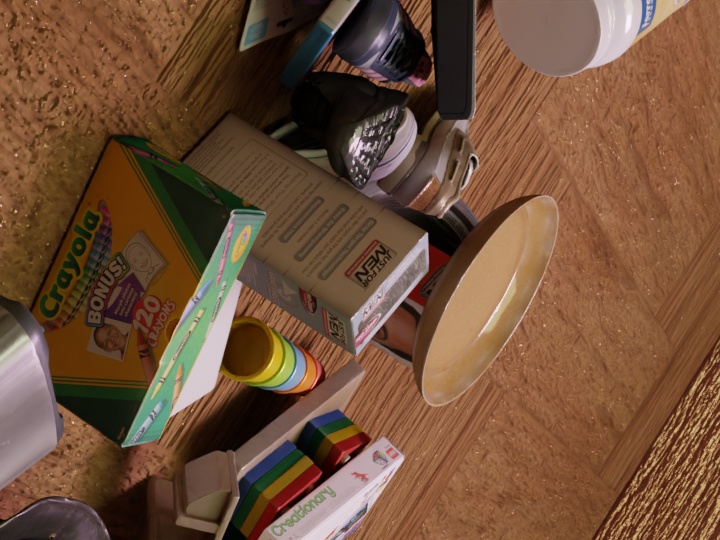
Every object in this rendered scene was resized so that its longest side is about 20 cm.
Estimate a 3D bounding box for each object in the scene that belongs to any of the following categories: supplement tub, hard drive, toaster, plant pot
[{"bbox_3d":[0.232,-0.284,1.920,0.200,0.144,0.145,-39,152,-41],"label":"supplement tub"},{"bbox_3d":[0.075,-0.226,1.629,0.200,0.033,0.140,-90,178,-64],"label":"hard drive"},{"bbox_3d":[-0.150,0.040,1.678,0.132,0.027,0.201,-32,146,-50],"label":"hard drive"},{"bbox_3d":[-0.283,0.084,1.327,0.129,0.113,0.200,-44,156,-27],"label":"toaster"},{"bbox_3d":[0.100,0.021,1.648,0.200,0.027,0.200,-47,155,-30],"label":"plant pot"}]

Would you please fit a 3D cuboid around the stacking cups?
[{"bbox_3d":[-0.083,0.087,1.862,0.061,0.060,0.200,-58,164,-2],"label":"stacking cups"}]

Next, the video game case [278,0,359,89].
[{"bbox_3d":[0.010,-0.242,1.566,0.200,0.018,0.143,-55,-175,-18],"label":"video game case"}]

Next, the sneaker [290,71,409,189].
[{"bbox_3d":[-0.017,-0.120,1.584,0.200,0.091,0.076,-63,179,-80],"label":"sneaker"}]

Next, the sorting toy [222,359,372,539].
[{"bbox_3d":[-0.074,0.212,1.951,0.199,0.070,0.200,-37,163,-42],"label":"sorting toy"}]

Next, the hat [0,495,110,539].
[{"bbox_3d":[-0.292,0.239,1.548,0.200,0.081,0.201,-35,144,-31],"label":"hat"}]

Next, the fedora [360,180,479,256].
[{"bbox_3d":[0.032,-0.003,1.892,0.199,0.177,0.090,-9,165,-39],"label":"fedora"}]

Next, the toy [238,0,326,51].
[{"bbox_3d":[-0.024,-0.261,1.522,0.115,0.047,0.201,-32,146,-48],"label":"toy"}]

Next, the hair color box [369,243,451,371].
[{"bbox_3d":[0.000,0.000,1.713,0.061,0.200,0.102,-46,155,-30],"label":"hair color box"}]

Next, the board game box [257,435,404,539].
[{"bbox_3d":[-0.046,0.251,1.920,0.200,0.035,0.126,-34,161,-48],"label":"board game box"}]

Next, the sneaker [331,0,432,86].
[{"bbox_3d":[0.026,-0.183,1.594,0.070,0.082,0.200,-52,-176,8],"label":"sneaker"}]

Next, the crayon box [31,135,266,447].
[{"bbox_3d":[-0.168,0.015,1.476,0.201,0.119,0.058,-64,158,12],"label":"crayon box"}]

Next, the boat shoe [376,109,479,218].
[{"bbox_3d":[0.072,-0.101,1.857,0.075,0.068,0.200,-49,-177,29],"label":"boat shoe"}]

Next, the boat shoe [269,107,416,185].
[{"bbox_3d":[-0.013,-0.114,1.704,0.200,0.073,0.067,-35,151,-44],"label":"boat shoe"}]

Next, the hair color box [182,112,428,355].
[{"bbox_3d":[-0.054,-0.030,1.553,0.099,0.200,0.061,-48,157,-24],"label":"hair color box"}]

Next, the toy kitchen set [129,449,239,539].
[{"bbox_3d":[-0.217,0.225,1.718,0.200,0.180,0.164,-103,-146,-60],"label":"toy kitchen set"}]
